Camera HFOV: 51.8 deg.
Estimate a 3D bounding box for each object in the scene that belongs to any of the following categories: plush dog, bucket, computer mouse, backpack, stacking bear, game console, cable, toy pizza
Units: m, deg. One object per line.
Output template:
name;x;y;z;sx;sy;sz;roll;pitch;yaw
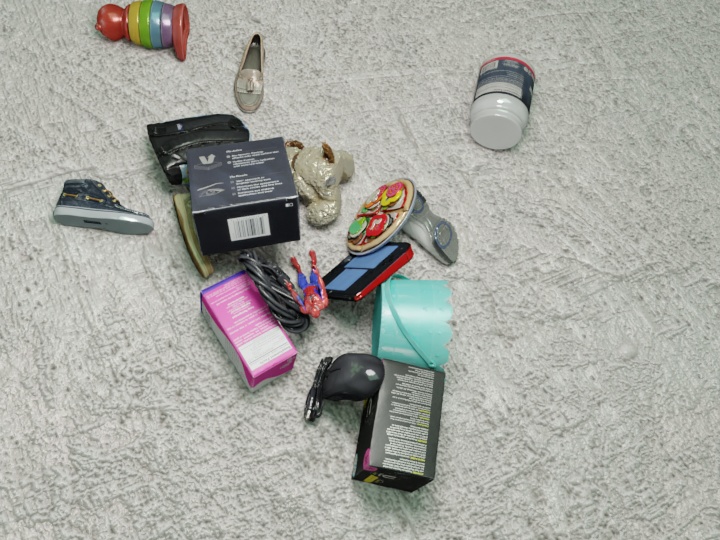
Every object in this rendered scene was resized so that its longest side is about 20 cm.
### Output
plush dog;-0.123;-0.213;1.603;0.171;0.161;0.201;4;58;20
bucket;0.096;0.108;1.451;0.134;0.207;0.208;4;64;-5
computer mouse;-0.038;0.202;1.375;0.053;0.200;0.139;35;55;-29
backpack;-0.328;-0.259;1.577;0.199;0.154;0.163;-26;55;-9
stacking bear;-0.503;-0.565;1.705;0.199;0.114;0.122;3;64;-5
game console;0.000;0.000;1.492;0.177;0.200;0.031;-36;109;-25
cable;-0.170;0.041;1.426;0.051;0.200;0.164;-32;43;9
toy pizza;0.037;-0.120;1.555;0.032;0.200;0.201;38;58;-27

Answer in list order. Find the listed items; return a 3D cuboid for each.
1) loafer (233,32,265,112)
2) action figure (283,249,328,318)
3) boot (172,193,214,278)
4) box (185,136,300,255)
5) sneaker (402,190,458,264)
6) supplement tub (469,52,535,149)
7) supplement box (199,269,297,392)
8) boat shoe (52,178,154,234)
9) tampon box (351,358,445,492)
loafer;-0.256;-0.464;1.728;0.071;0.063;0.201;6;63;-8
action figure;-0.109;0.012;1.457;0.065;0.099;0.200;-21;38;2
boot;-0.290;-0.089;1.532;0.155;0.073;0.201;-16;61;-16
box;-0.228;-0.148;1.444;0.196;0.118;0.201;-9;46;-8
sneaker;0.140;-0.095;1.628;0.074;0.087;0.200;-43;97;-28
supplement tub;0.340;-0.407;1.782;0.140;0.140;0.201;17;62;-3
supplement box;-0.218;0.117;1.431;0.103;0.101;0.200;-27;73;-22
boat shoe;-0.515;-0.134;1.507;0.199;0.071;0.091;8;67;-6
tampon box;0.070;0.291;1.379;0.126;0.150;0.201;14;62;-6
